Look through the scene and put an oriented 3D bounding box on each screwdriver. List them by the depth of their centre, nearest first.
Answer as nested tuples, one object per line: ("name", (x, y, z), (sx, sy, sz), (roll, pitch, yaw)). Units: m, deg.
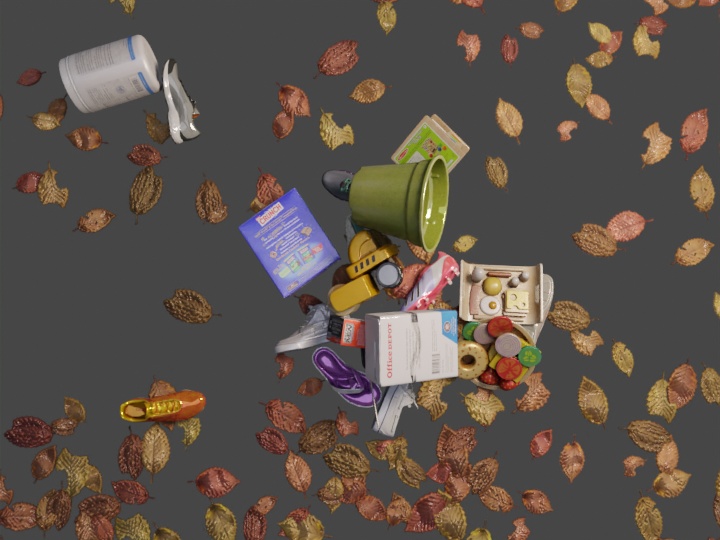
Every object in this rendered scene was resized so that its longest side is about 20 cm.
("screwdriver", (0.029, 0.272, 1.260), (0.029, 0.028, 0.204), (-29, 63, 33))

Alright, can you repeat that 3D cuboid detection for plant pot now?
("plant pot", (0.079, -0.152, 1.149), (0.180, 0.200, 0.205), (9, 86, 22))

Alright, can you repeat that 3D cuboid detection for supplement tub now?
("supplement tub", (-0.589, -0.468, 1.261), (0.196, 0.132, 0.135), (-17, 87, -3))

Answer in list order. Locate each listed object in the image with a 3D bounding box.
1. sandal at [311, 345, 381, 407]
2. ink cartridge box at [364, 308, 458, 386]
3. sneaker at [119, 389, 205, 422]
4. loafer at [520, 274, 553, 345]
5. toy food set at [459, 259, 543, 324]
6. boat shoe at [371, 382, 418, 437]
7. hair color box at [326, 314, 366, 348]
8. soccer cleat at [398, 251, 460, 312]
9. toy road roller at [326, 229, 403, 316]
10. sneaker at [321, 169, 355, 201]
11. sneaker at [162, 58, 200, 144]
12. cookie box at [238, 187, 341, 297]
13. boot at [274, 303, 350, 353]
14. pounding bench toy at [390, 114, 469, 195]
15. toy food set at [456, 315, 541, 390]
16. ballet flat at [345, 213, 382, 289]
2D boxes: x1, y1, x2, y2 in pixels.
("sandal", (-0.037, 0.263, 1.274), (0.201, 0.050, 0.083), (36, 86, 0))
("ink cartridge box", (0.111, 0.164, 1.162), (0.196, 0.084, 0.148), (-1, 91, -25))
("sneaker", (-0.463, 0.327, 1.241), (0.195, 0.077, 0.075), (-9, 85, -4))
("loafer", (0.426, 0.110, 1.305), (0.071, 0.063, 0.204), (17, 82, 32))
("toy food set", (0.338, 0.049, 1.272), (0.195, 0.061, 0.147), (3, 73, 7))
("boat shoe", (0.101, 0.304, 1.265), (0.085, 0.075, 0.206), (23, 88, 0))
("hair color box", (0.030, 0.150, 1.228), (0.196, 0.101, 0.063), (12, 86, -22))
("soccer cleat", (0.158, 0.042, 1.298), (0.200, 0.067, 0.077), (-46, 58, 1))
("toy road roller", (0.000, 0.000, 1.206), (0.197, 0.123, 0.148), (-30, 84, 6))
("sneaker", (-0.003, -0.198, 1.286), (0.197, 0.088, 0.076), (25, 86, -1))
("sneaker", (-0.441, -0.416, 1.298), (0.078, 0.074, 0.205), (-10, 93, -12))
("cookie box", (-0.168, -0.065, 1.278), (0.170, 0.075, 0.202), (-34, 88, -4))
("boot", (-0.119, 0.134, 1.276), (0.196, 0.074, 0.098), (-13, 81, -11))
("pounding bench toy", (0.148, -0.255, 1.273), (0.124, 0.156, 0.200), (43, 113, 0))
("toy food set", (0.319, 0.199, 1.254), (0.197, 0.049, 0.200), (30, 115, 2))
("ballet flat", (0.005, -0.039, 1.290), (0.071, 0.072, 0.202), (-30, 88, -4))
